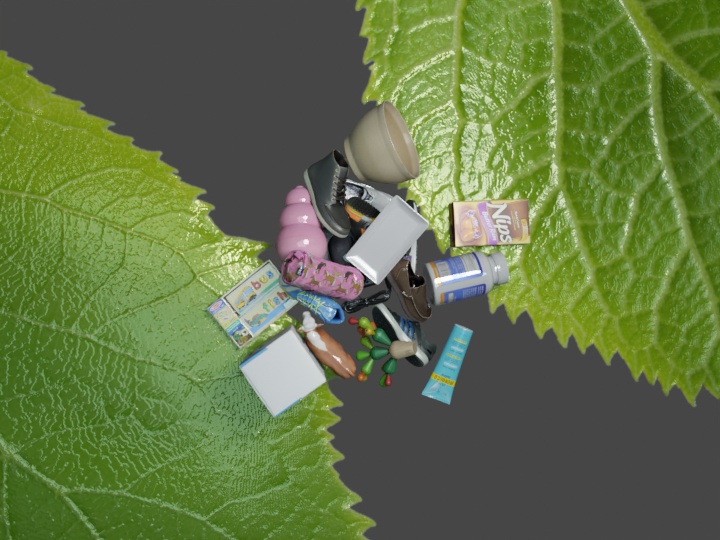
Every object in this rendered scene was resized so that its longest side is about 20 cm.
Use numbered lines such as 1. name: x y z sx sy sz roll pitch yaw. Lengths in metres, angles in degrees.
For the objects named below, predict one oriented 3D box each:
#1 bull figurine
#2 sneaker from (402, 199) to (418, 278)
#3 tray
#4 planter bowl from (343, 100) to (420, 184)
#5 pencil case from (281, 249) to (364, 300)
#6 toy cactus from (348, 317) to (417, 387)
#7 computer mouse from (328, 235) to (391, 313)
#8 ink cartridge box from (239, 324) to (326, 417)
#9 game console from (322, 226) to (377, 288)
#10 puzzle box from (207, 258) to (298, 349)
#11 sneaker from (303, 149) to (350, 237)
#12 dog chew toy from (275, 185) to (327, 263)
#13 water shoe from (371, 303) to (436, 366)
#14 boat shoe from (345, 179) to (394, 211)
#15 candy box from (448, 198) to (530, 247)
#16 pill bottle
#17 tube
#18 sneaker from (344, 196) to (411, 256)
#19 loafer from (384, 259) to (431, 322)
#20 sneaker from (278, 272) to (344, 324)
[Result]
1. bull figurine: -0.087 0.187 1.683 0.065 0.121 0.200 -40 94 -5
2. sneaker: 0.100 -0.081 1.728 0.087 0.076 0.201 3 90 0
3. tray: 0.064 -0.072 1.629 0.107 0.022 0.200 41 109 1
4. planter bowl: 0.044 -0.295 1.674 0.134 0.200 0.201 -20 93 22
5. pencil case: -0.085 0.013 1.593 0.200 0.086 0.083 19 68 -41
6. toy cactus: 0.055 0.201 1.694 0.164 0.102 0.201 -11 99 26
7. computer mouse: 0.000 0.000 1.689 0.140 0.046 0.201 -13 92 7
8. ink cartridge box: -0.183 0.232 1.634 0.146 0.200 0.146 -35 92 -5
9. game console: -0.067 -0.027 1.733 0.199 0.031 0.178 -15 95 -5
10. puzzle box: -0.264 0.082 1.712 0.200 0.025 0.133 -40 94 -4
11. sneaker: -0.059 -0.183 1.625 0.106 0.075 0.201 -35 73 33
12. dog chew toy: -0.144 -0.108 1.653 0.124 0.125 0.201 -1 74 -6
13. water shoe: 0.109 0.152 1.742 0.079 0.071 0.200 -39 91 -34
14. boat shoe: 0.008 -0.185 1.717 0.199 0.069 0.072 26 88 -5
15. candy box: 0.331 -0.121 1.759 0.199 0.056 0.117 -3 90 -7
16. pill bottle: 0.266 0.014 1.725 0.199 0.112 0.113 -13 92 -6
17. tube: 0.228 0.238 1.759 0.077 0.050 0.201 21 93 2
18. sneaker: 0.033 -0.093 1.692 0.200 0.070 0.090 39 130 -1
19. loafer: 0.131 0.051 1.695 0.071 0.073 0.200 -15 127 30
20. sneaker: -0.105 0.065 1.644 0.200 0.105 0.076 37 87 -38
